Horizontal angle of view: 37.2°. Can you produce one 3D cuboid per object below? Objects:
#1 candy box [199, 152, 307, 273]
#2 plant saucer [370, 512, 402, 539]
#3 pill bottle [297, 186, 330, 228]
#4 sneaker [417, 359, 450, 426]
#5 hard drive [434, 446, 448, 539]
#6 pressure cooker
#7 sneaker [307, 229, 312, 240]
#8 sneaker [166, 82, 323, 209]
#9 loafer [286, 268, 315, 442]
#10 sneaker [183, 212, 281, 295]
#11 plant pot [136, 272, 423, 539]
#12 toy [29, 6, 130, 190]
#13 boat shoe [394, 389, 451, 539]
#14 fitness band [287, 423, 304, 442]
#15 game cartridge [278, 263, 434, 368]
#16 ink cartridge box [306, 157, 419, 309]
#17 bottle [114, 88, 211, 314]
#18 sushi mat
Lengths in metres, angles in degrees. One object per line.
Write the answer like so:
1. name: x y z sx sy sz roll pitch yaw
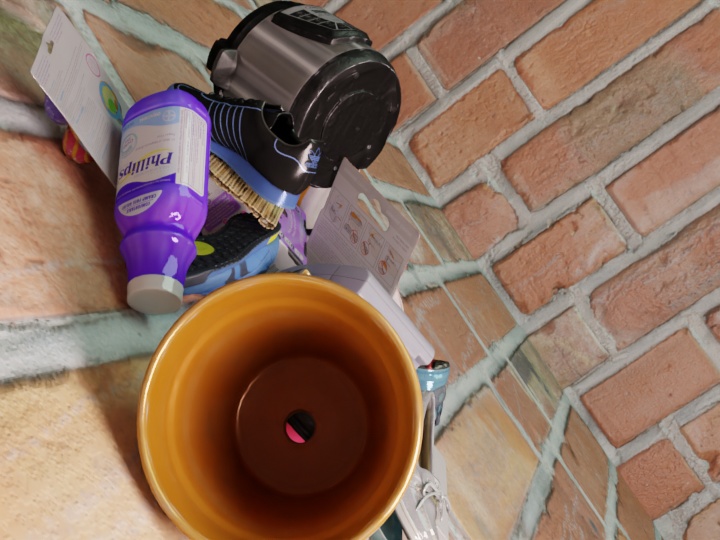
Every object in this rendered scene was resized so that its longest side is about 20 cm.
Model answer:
1. candy box: -0.148 -0.086 1.220 0.200 0.071 0.168 50 13 -21
2. plant saucer: -0.002 0.181 1.068 0.200 0.027 0.202 -19 90 -83
3. pill bottle: -0.106 -0.155 1.380 0.199 0.117 0.116 38 8 13
4. sneaker: 0.063 0.155 1.313 0.200 0.078 0.097 70 26 -85
5. hard drive: 0.058 0.232 1.275 0.132 0.026 0.200 53 12 -11
6. pressure cooker: -0.075 -0.212 1.240 0.200 0.178 0.177 40 -17 33
7. sneaker: -0.058 -0.062 1.478 0.072 0.082 0.200 50 13 -22
8. sneaker: -0.118 -0.147 1.085 0.199 0.078 0.070 39 18 21
9. loafer: -0.053 0.077 0.989 0.073 0.072 0.201 38 19 -50
10. sneaker: -0.139 0.004 1.038 0.065 0.079 0.200 22 23 17
11. plant pot: -0.051 0.116 0.818 0.201 0.199 0.183 57 -3 10
12. toy: -0.248 -0.127 0.991 0.201 0.047 0.116 56 20 -36
13. boat shoe: 0.059 0.204 1.110 0.203 0.064 0.075 -97 166 -54
14. fitness band: -0.085 0.101 1.048 0.144 0.037 0.200 52 11 -12
15. game cartridge: -0.027 0.050 1.114 0.199 0.042 0.134 -6 -53 51
16. ink cartridge box: 0.000 0.000 1.208 0.050 0.201 0.161 1 34 -41
17. bottle: -0.175 -0.061 0.942 0.065 0.083 0.202 39 42 -50
18. sushi mat: -0.117 -0.099 1.138 0.096 0.012 0.200 42 14 -9
